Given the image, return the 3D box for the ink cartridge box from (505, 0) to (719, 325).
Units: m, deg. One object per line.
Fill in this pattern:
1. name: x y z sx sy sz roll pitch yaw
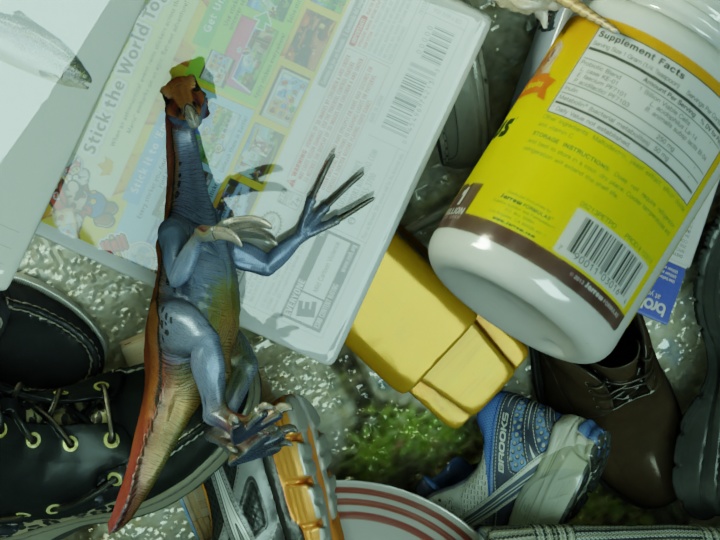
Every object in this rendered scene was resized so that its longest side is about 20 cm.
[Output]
1. ink cartridge box: 0.142 -0.083 1.606 0.119 0.042 0.201 22 79 -19

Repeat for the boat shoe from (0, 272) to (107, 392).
1. boat shoe: -0.225 0.026 1.579 0.200 0.060 0.074 24 101 -20

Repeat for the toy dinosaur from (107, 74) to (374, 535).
1. toy dinosaur: -0.089 0.003 1.492 0.200 0.105 0.182 -29 73 8

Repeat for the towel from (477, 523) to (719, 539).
1. towel: 0.135 0.234 1.646 0.192 0.035 0.201 3 108 -24

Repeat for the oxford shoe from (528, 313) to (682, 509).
1. oxford shoe: 0.135 0.059 1.664 0.073 0.084 0.200 -31 114 -3

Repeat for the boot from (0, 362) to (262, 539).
1. boot: -0.168 0.076 1.550 0.203 0.074 0.154 -25 144 18

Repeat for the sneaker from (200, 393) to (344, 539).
1. sneaker: -0.044 0.168 1.611 0.077 0.078 0.201 -11 93 11

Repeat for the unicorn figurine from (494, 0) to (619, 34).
1. unicorn figurine: 0.071 -0.216 1.531 0.200 0.074 0.137 42 55 -8

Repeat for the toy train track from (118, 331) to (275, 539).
1. toy train track: -0.086 0.127 1.661 0.114 0.033 0.200 -23 113 -5

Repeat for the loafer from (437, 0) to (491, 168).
1. loafer: 0.019 -0.145 1.577 0.070 0.070 0.201 -18 104 -3

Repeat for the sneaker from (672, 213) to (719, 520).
1. sneaker: 0.233 0.047 1.664 0.076 0.091 0.201 -15 112 -53

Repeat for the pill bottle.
1. pill bottle: 0.127 -0.061 1.521 0.109 0.109 0.200 38 76 -22

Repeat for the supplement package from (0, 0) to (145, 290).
1. supplement package: -0.189 -0.113 1.471 0.117 0.117 0.200 23 101 -17

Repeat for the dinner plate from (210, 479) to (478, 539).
1. dinner plate: -0.002 0.206 1.667 0.199 0.024 0.201 3 108 8

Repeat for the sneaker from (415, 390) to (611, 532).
1. sneaker: 0.068 0.149 1.690 0.085 0.077 0.200 32 118 12

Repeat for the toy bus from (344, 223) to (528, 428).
1. toy bus: 0.000 0.000 1.604 0.200 0.078 0.065 43 95 -7

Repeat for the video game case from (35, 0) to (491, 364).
1. video game case: -0.055 -0.077 1.539 0.182 0.023 0.200 24 99 -5
